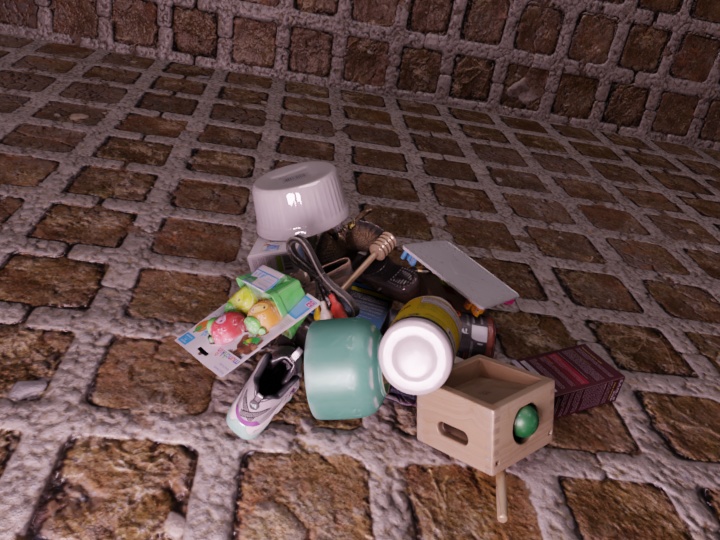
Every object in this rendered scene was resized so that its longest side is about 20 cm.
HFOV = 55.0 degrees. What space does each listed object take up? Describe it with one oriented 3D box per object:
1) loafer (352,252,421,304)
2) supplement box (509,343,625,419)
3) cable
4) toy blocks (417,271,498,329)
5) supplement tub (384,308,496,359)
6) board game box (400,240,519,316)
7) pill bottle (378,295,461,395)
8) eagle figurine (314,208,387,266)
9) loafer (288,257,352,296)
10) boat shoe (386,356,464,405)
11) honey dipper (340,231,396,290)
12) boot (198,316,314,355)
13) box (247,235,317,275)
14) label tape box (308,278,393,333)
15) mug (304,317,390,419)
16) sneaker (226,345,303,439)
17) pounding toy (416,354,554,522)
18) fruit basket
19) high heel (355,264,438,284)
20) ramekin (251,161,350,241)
[{"bbox_3d":[0.050,0.023,1.347,0.072,0.072,0.199,-34,31,-14],"label":"loafer"},{"bbox_3d":[0.370,0.201,1.259,0.196,0.062,0.109,-7,33,-29],"label":"supplement box"},{"bbox_3d":[-0.069,0.029,1.201,0.096,0.203,0.050,-23,5,41],"label":"cable"},{"bbox_3d":[0.184,0.081,1.379,0.196,0.101,0.138,16,30,-29],"label":"toy blocks"},{"bbox_3d":[0.143,0.122,1.270,0.195,0.109,0.108,10,27,-3],"label":"supplement tub"},{"bbox_3d":[0.196,0.011,1.356,0.199,0.026,0.198,39,23,24],"label":"board game box"},{"bbox_3d":[0.099,0.106,1.079,0.110,0.115,0.200,16,15,10],"label":"pill bottle"},{"bbox_3d":[-0.031,-0.060,1.452,0.148,0.154,0.200,22,13,-15],"label":"eagle figurine"},{"bbox_3d":[-0.098,0.019,1.282,0.197,0.064,0.071,-13,32,-38],"label":"loafer"},{"bbox_3d":[0.111,0.192,1.188,0.196,0.075,0.095,17,59,-24],"label":"boat shoe"},{"bbox_3d":[0.000,0.000,1.309,0.037,0.038,0.200,25,54,26],"label":"honey dipper"},{"bbox_3d":[-0.178,0.129,1.199,0.197,0.071,0.173,21,34,27],"label":"boot"},{"bbox_3d":[-0.149,-0.027,1.411,0.099,0.115,0.201,-6,26,9],"label":"box"},{"bbox_3d":[-0.017,0.081,1.335,0.141,0.065,0.200,16,25,8],"label":"label tape box"},{"bbox_3d":[-0.013,0.141,1.090,0.111,0.154,0.187,-4,40,12],"label":"mug"},{"bbox_3d":[-0.118,0.154,1.058,0.077,0.141,0.201,34,35,-3],"label":"sneaker"},{"bbox_3d":[0.197,0.243,1.054,0.181,0.146,0.198,-13,18,-39],"label":"pounding toy"},{"bbox_3d":[-0.187,0.076,1.116,0.198,0.096,0.184,-31,30,-27],"label":"fruit basket"},{"bbox_3d":[0.076,0.033,1.441,0.196,0.073,0.142,6,16,29],"label":"high heel"},{"bbox_3d":[-0.125,-0.146,1.396,0.195,0.100,0.201,-10,25,5],"label":"ramekin"}]
